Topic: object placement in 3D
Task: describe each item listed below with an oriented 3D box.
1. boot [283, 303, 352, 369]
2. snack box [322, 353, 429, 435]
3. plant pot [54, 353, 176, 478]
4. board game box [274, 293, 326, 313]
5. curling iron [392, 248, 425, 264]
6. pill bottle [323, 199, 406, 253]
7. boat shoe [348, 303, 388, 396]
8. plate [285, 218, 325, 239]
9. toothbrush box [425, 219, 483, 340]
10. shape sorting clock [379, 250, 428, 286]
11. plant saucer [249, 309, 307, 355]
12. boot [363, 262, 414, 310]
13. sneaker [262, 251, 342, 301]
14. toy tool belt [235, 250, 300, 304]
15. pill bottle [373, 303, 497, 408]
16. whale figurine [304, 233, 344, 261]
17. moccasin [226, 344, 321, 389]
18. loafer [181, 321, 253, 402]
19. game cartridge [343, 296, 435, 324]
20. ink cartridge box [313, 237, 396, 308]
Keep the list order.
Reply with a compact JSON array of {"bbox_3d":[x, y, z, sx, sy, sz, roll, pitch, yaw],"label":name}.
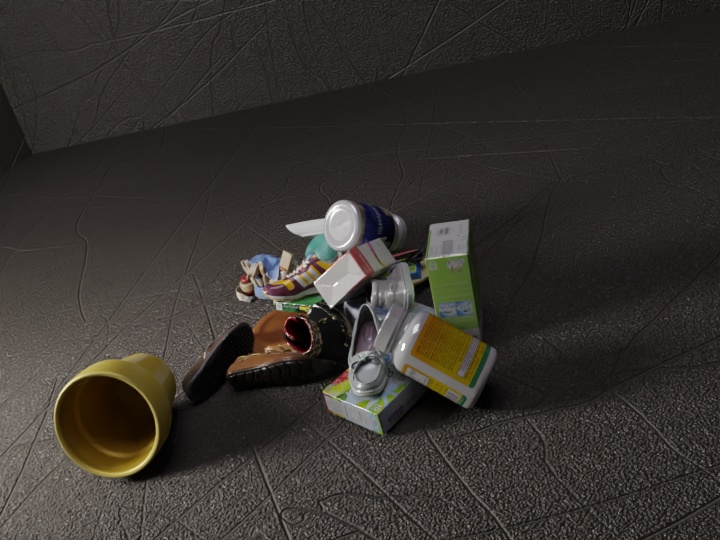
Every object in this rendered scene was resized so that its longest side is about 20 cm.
[{"bbox_3d":[-0.086,0.118,1.404,0.074,0.149,0.201,-54,45,15],"label":"boot"},{"bbox_3d":[0.048,0.201,1.308,0.140,0.054,0.199,13,38,41],"label":"snack box"},{"bbox_3d":[-0.435,0.250,1.336,0.196,0.206,0.189,-11,11,7],"label":"plant pot"},{"bbox_3d":[-0.097,0.054,1.626,0.103,0.024,0.199,6,19,30],"label":"board game box"},{"bbox_3d":[0.054,-0.020,1.646,0.195,0.026,0.050,-10,19,8],"label":"curling iron"},{"bbox_3d":[0.016,-0.095,1.676,0.114,0.119,0.198,12,4,40],"label":"pill bottle"},{"bbox_3d":[0.011,0.145,1.296,0.073,0.066,0.204,-10,33,12],"label":"boat shoe"},{"bbox_3d":[-0.058,-0.099,1.817,0.197,0.033,0.197,-5,-8,43],"label":"plate"},{"bbox_3d":[0.187,0.026,1.397,0.084,0.204,0.147,-8,28,15],"label":"toothbrush box"},{"bbox_3d":[0.076,0.005,1.663,0.195,0.040,0.201,-12,22,5],"label":"shape sorting clock"},{"bbox_3d":[-0.156,0.131,1.556,0.195,0.038,0.201,-13,28,7],"label":"plant saucer"},{"bbox_3d":[0.054,0.029,1.478,0.093,0.076,0.200,3,14,-4],"label":"boot"},{"bbox_3d":[-0.126,0.009,1.583,0.195,0.093,0.075,-10,14,-23],"label":"sneaker"},{"bbox_3d":[-0.226,0.002,1.731,0.196,0.125,0.125,5,33,33],"label":"toy tool belt"},{"bbox_3d":[0.125,0.141,1.228,0.197,0.114,0.113,27,39,8],"label":"pill bottle"},{"bbox_3d":[-0.064,-0.052,1.761,0.155,0.106,0.200,-2,18,17],"label":"whale figurine"},{"bbox_3d":[-0.170,0.189,1.430,0.197,0.074,0.079,-15,34,22],"label":"moccasin"},{"bbox_3d":[-0.303,0.180,1.483,0.070,0.074,0.200,7,43,44],"label":"loafer"},{"bbox_3d":[0.053,0.088,1.471,0.130,0.043,0.199,-6,13,-31],"label":"game cartridge"},{"bbox_3d":[0.000,0.000,1.520,0.116,0.068,0.199,-42,-8,28],"label":"ink cartridge box"}]
